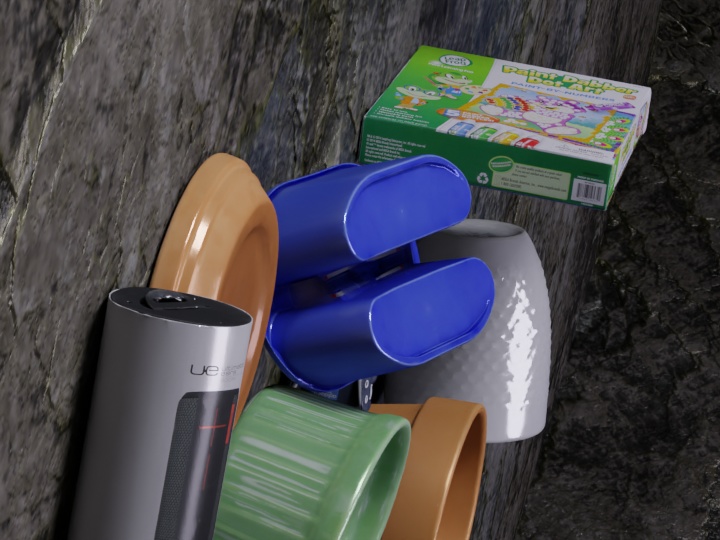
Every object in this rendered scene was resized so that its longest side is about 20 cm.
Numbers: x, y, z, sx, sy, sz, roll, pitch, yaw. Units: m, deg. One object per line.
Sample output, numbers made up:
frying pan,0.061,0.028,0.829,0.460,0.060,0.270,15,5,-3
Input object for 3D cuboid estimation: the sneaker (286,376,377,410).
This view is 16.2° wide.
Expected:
sneaker,-0.014,0.033,1.823,0.200,0.070,0.109,89,15,-63

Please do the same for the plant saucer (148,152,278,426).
plant saucer,-0.089,0.031,1.511,0.200,0.037,0.201,12,90,-79

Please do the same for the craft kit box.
craft kit box,0.118,-0.116,1.997,0.198,0.199,0.049,-54,153,-67

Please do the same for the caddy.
caddy,0.000,0.000,1.680,0.200,0.105,0.142,-21,97,-55

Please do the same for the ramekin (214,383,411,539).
ramekin,-0.050,0.173,1.653,0.200,0.097,0.201,22,90,-80

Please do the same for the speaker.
speaker,-0.114,0.112,1.358,0.081,0.081,0.201,-31,133,-76

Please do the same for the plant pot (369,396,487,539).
plant pot,0.005,0.185,1.915,0.200,0.139,0.201,12,90,-80

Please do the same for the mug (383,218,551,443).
mug,0.089,0.043,2.258,0.200,0.147,0.176,-144,-125,-68
